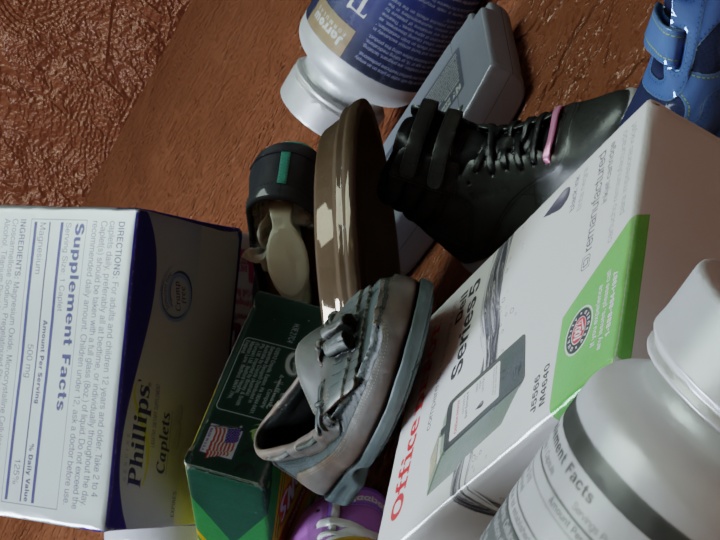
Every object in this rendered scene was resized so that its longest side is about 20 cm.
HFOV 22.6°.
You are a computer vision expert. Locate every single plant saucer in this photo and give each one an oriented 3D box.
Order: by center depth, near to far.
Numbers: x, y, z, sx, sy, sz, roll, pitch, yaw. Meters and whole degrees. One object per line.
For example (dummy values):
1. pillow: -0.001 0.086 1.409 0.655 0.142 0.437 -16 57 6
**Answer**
1. plant saucer: 0.000 0.000 1.066 0.200 0.029 0.203 -4 -90 -83

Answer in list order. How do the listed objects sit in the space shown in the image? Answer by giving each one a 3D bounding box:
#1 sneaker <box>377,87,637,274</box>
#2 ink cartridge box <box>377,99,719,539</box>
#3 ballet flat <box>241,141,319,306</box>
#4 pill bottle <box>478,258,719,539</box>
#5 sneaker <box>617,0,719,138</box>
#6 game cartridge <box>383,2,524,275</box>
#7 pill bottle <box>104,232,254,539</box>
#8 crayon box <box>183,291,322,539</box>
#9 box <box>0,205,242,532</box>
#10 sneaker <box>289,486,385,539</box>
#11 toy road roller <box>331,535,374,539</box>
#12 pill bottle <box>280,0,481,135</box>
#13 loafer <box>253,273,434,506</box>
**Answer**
1. sneaker: 0.076 -0.064 1.011 0.200 0.099 0.071 -36 29 57
2. ink cartridge box: 0.095 0.048 0.788 0.200 0.083 0.146 -48 21 47
3. ballet flat: -0.038 0.019 1.118 0.073 0.072 0.202 -88 -7 -58
4. pill bottle: 0.102 0.105 0.625 0.201 0.113 0.114 -57 16 18
5. sneaker: 0.168 -0.133 0.857 0.201 0.082 0.074 -60 17 18
6. game cartridge: 0.048 -0.077 1.246 0.201 0.041 0.134 -56 21 26
7. pill bottle: -0.120 0.078 1.183 0.113 0.112 0.203 163 108 -69
8. crayon box: -0.054 0.125 1.088 0.201 0.050 0.128 88 -161 -52
9. box: -0.185 0.057 1.098 0.198 0.105 0.186 3 85 34
10. sneaker: -0.008 0.161 0.973 0.200 0.072 0.115 -34 30 61
11. toy road roller: 0.018 0.207 0.735 0.123 0.145 0.202 -39 71 43
12. pill bottle: 0.021 -0.198 1.384 0.201 0.110 0.111 -56 17 24
13. loafer: -0.013 0.062 0.899 0.201 0.062 0.072 111 175 -58
